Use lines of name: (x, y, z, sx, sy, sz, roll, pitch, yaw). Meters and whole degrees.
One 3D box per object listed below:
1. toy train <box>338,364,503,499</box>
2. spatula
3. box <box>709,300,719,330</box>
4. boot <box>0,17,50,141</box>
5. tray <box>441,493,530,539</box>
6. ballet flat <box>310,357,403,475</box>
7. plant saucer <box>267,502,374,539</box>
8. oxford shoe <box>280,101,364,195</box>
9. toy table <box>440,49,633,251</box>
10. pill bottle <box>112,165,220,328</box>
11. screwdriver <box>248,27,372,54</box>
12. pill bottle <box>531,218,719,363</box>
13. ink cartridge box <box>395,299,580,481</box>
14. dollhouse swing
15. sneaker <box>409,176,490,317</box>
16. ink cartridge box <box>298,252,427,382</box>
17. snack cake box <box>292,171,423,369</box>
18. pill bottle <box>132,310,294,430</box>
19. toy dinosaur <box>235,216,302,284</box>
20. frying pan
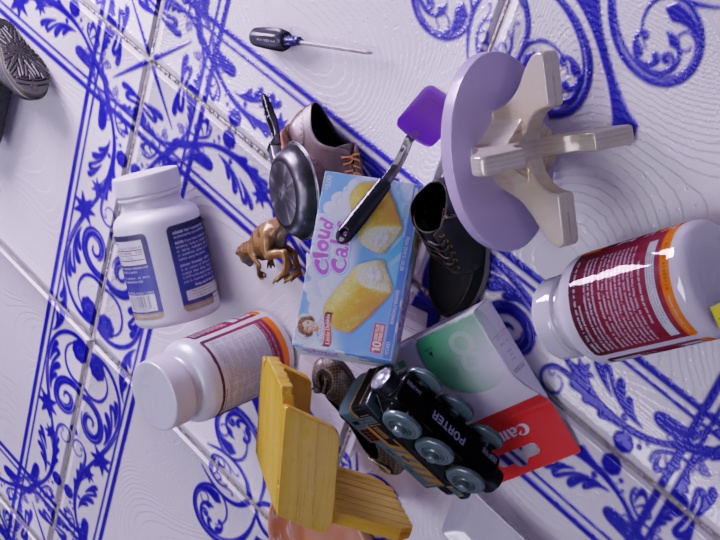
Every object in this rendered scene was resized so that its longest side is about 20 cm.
toy train: (0.069, 0.179, 1.512, 0.200, 0.086, 0.114, 43, 146, -24)
spatula: (0.036, -0.111, 1.498, 0.056, 0.021, 0.201, 36, 92, 23)
box: (0.438, 0.069, 1.192, 0.199, 0.096, 0.177, -26, 87, 48)
boot: (-0.543, -0.255, 2.072, 0.182, 0.072, 0.201, 57, 131, 32)
tray: (0.180, 0.337, 1.603, 0.200, 0.022, 0.108, 42, 139, 27)
ballet flat: (-0.006, 0.181, 1.647, 0.067, 0.046, 0.201, 17, 145, 48)
plant saucer: (-0.044, 0.371, 1.839, 0.199, 0.037, 0.202, 18, 117, 40)
oxford shoe: (-0.025, -0.107, 1.611, 0.201, 0.071, 0.073, 55, 131, 15)
toy table: (0.164, -0.117, 1.356, 0.117, 0.183, 0.201, 10, 122, 60)
pill bottle: (-0.266, -0.033, 1.843, 0.119, 0.119, 0.202, -2, 104, 45)
screwdriver: (-0.058, -0.269, 1.612, 0.199, 0.028, 0.029, 10, 83, 41)
pill bottle: (0.266, 0.027, 1.336, 0.199, 0.113, 0.114, -19, 92, 47)
ink cartridge box: (0.128, 0.150, 1.536, 0.160, 0.050, 0.201, -29, 92, 40)
dollhouse swing: (-0.027, 0.210, 1.651, 0.200, 0.174, 0.183, -130, 44, -74)
sneaker: (0.088, -0.028, 1.498, 0.075, 0.106, 0.201, 31, 125, 33)
ink cartridge box: (0.012, 0.086, 1.665, 0.199, 0.045, 0.178, 27, 124, 35)
snack cake box: (0.000, 0.000, 1.529, 0.114, 0.067, 0.202, 9, 79, 8)
pill bottle: (-0.189, 0.130, 1.770, 0.109, 0.199, 0.111, 19, 118, 39)
toy dinosaur: (-0.108, -0.042, 1.726, 0.200, 0.060, 0.107, -43, 73, 45)
frying pan: (-0.086, -0.127, 1.591, 0.115, 0.031, 0.192, -24, 77, 64)
